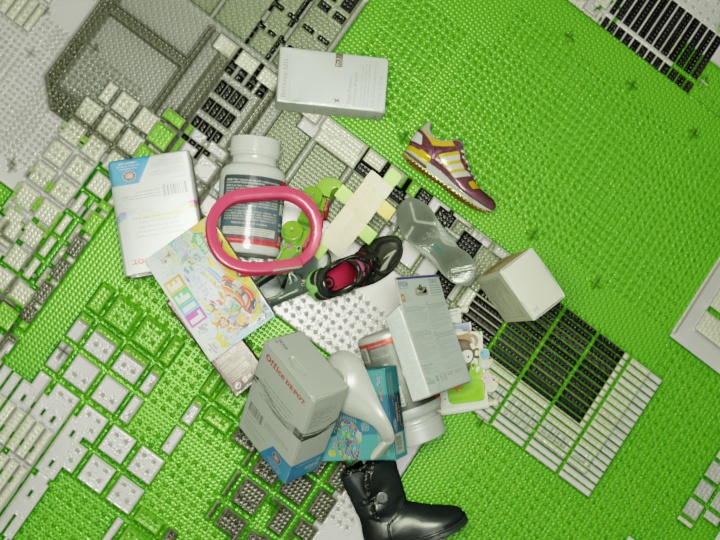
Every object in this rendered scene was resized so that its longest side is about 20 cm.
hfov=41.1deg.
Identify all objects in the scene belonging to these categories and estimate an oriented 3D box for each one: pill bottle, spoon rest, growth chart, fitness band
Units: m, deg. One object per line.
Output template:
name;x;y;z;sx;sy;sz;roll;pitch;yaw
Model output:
pill bottle;-0.190;-0.128;1.679;0.117;0.120;0.204;5;87;-5
spoon rest;-0.004;0.222;1.591;0.100;0.060;0.201;-51;55;24
pill bottle;0.077;0.200;1.690;0.112;0.114;0.204;-18;89;-6
growth chart;0.171;0.165;1.750;0.142;0.018;0.204;-16;89;-7
fitness band;-0.158;-0.066;1.588;0.196;0.037;0.147;-5;78;-17

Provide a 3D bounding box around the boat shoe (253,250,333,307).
boat shoe;-0.134;0.020;1.705;0.198;0.062;0.074;-29;88;-7

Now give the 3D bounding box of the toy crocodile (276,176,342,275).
toy crocodile;-0.092;-0.080;1.690;0.061;0.068;0.202;21;62;12

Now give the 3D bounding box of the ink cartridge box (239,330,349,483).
ink cartridge box;-0.114;0.227;1.606;0.083;0.202;0.145;-14;48;-40

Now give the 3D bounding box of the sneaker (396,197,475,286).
sneaker;0.135;-0.045;1.736;0.070;0.080;0.201;-39;72;1

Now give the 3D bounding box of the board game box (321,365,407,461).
board game box;-0.022;0.248;1.657;0.197;0.047;0.154;-8;89;32

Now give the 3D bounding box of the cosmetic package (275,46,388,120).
cosmetic package;-0.053;-0.335;1.728;0.196;0.074;0.104;4;86;-7

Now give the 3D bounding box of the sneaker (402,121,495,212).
sneaker;0.176;-0.187;1.741;0.198;0.075;0.091;35;89;-4

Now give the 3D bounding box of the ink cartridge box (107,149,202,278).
ink cartridge box;-0.350;-0.094;1.679;0.142;0.085;0.204;-9;87;-6

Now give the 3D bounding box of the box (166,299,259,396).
box;-0.249;0.115;1.671;0.075;0.100;0.201;-39;92;-6

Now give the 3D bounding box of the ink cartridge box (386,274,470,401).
ink cartridge box;0.111;0.110;1.643;0.040;0.199;0.204;-20;82;26

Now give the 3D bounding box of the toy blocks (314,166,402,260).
toy blocks;-0.007;-0.101;1.693;0.099;0.137;0.201;38;94;-3

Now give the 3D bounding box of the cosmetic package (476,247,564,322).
cosmetic package;0.275;0.029;1.675;0.071;0.200;0.106;-35;91;-6

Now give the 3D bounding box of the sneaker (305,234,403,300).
sneaker;0.000;0.000;1.699;0.198;0.083;0.078;-30;101;-21

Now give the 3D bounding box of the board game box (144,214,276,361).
board game box;-0.249;0.029;1.601;0.133;0.034;0.202;-34;91;0

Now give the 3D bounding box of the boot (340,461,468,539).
boot;0.076;0.399;1.697;0.196;0.076;0.171;-17;92;0
